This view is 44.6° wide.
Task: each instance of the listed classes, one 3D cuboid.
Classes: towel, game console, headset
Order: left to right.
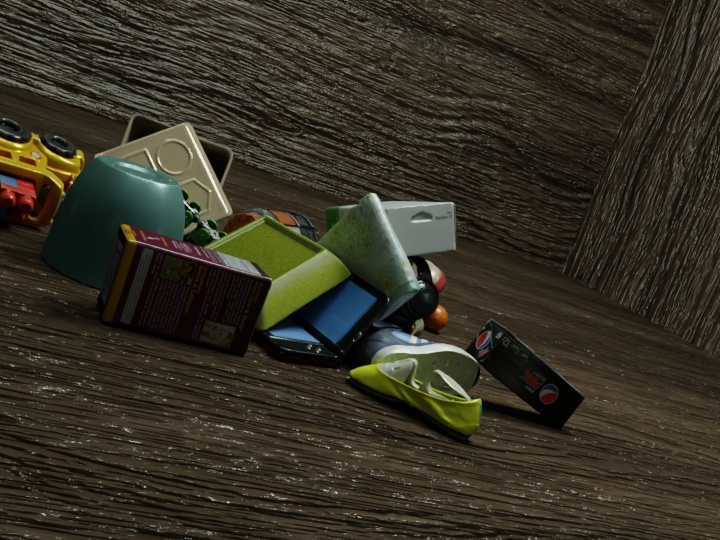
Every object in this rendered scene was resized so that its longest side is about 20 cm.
[{"bbox_3d":[-0.087,0.048,1.322,0.171,0.120,0.199,13,12,-40],"label":"game console"},{"bbox_3d":[0.000,0.000,1.409,0.048,0.200,0.173,-16,74,-41],"label":"towel"},{"bbox_3d":[0.090,0.069,1.474,0.093,0.124,0.202,18,48,-27],"label":"headset"}]

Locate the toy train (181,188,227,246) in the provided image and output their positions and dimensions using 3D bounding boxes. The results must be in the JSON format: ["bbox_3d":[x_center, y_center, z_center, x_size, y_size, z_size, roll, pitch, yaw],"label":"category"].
[{"bbox_3d":[-0.264,-0.055,1.507,0.200,0.056,0.042,48,39,-12],"label":"toy train"}]

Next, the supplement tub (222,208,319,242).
[{"bbox_3d":[-0.172,-0.055,1.690,0.121,0.124,0.199,25,10,25],"label":"supplement tub"}]

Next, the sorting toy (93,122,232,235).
[{"bbox_3d":[-0.345,-0.146,1.541,0.198,0.187,0.036,-26,-1,-32],"label":"sorting toy"}]

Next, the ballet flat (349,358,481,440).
[{"bbox_3d":[0.079,0.161,1.211,0.198,0.068,0.067,25,11,22],"label":"ballet flat"}]

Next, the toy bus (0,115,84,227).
[{"bbox_3d":[-0.529,-0.134,1.386,0.198,0.137,0.192,16,23,-40],"label":"toy bus"}]

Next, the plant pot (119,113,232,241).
[{"bbox_3d":[-0.360,-0.154,1.678,0.197,0.203,0.177,20,-4,-2],"label":"plant pot"}]

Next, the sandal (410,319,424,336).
[{"bbox_3d":[0.073,0.096,1.579,0.079,0.055,0.200,22,16,13],"label":"sandal"}]

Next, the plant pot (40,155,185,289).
[{"bbox_3d":[-0.350,-0.073,1.296,0.198,0.163,0.201,19,10,-3],"label":"plant pot"}]

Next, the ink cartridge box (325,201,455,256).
[{"bbox_3d":[0.051,-0.072,1.503,0.145,0.085,0.199,-7,7,-30],"label":"ink cartridge box"}]

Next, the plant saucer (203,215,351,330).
[{"bbox_3d":[-0.147,-0.013,1.339,0.198,0.049,0.199,28,42,31],"label":"plant saucer"}]

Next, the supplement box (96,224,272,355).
[{"bbox_3d":[-0.231,0.026,1.155,0.197,0.112,0.086,17,10,-26],"label":"supplement box"}]

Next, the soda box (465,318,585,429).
[{"bbox_3d":[0.263,0.165,1.399,0.199,0.071,0.063,39,1,-23],"label":"soda box"}]

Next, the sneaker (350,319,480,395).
[{"bbox_3d":[0.075,0.123,1.365,0.197,0.082,0.146,9,18,-29],"label":"sneaker"}]

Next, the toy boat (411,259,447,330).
[{"bbox_3d":[0.126,0.063,1.766,0.131,0.130,0.200,53,3,-7],"label":"toy boat"}]
